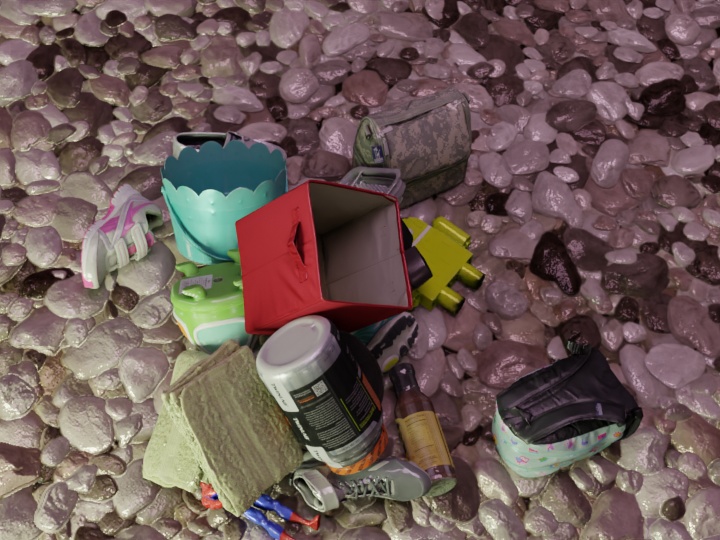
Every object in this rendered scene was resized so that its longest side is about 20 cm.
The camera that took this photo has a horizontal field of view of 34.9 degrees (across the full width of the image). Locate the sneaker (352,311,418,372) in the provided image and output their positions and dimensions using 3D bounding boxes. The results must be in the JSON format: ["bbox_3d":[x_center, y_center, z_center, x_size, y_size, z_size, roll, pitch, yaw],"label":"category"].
[{"bbox_3d":[0.004,0.134,1.753,0.199,0.078,0.079,-40,32,-21],"label":"sneaker"}]

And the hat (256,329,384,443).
[{"bbox_3d":[-0.062,0.147,1.649,0.197,0.204,0.081,-1,28,-5],"label":"hat"}]

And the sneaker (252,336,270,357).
[{"bbox_3d":[-0.155,0.163,1.697,0.074,0.088,0.201,24,55,15],"label":"sneaker"}]

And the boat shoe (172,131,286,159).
[{"bbox_3d":[-0.225,-0.208,1.967,0.196,0.069,0.073,7,54,0],"label":"boat shoe"}]

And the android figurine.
[{"bbox_3d":[0.101,-0.016,1.877,0.199,0.041,0.182,36,59,17],"label":"android figurine"}]

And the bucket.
[{"bbox_3d":[-0.212,-0.107,1.819,0.203,0.137,0.208,-2,29,1],"label":"bucket"}]

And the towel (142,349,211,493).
[{"bbox_3d":[-0.237,0.208,1.615,0.147,0.036,0.203,0,65,45],"label":"towel"}]

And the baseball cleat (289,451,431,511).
[{"bbox_3d":[-0.003,0.304,1.598,0.197,0.071,0.107,3,30,24],"label":"baseball cleat"}]

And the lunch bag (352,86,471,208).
[{"bbox_3d":[0.088,-0.216,1.939,0.197,0.169,0.140,-22,58,-19],"label":"lunch bag"}]

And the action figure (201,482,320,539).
[{"bbox_3d":[-0.154,0.312,1.588,0.197,0.100,0.066,21,54,13],"label":"action figure"}]

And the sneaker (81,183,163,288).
[{"bbox_3d":[-0.380,-0.051,1.835,0.087,0.082,0.202,17,55,10],"label":"sneaker"}]

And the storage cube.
[{"bbox_3d":[-0.057,-0.010,1.626,0.198,0.179,0.174,6,69,-42],"label":"storage cube"}]

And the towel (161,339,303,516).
[{"bbox_3d":[-0.169,0.210,1.544,0.148,0.036,0.202,-35,100,-34],"label":"towel"}]

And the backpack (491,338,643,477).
[{"bbox_3d":[0.290,0.214,1.675,0.197,0.128,0.168,-20,47,-17],"label":"backpack"}]

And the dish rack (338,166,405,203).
[{"bbox_3d":[-0.010,-0.088,1.838,0.044,0.199,0.172,43,77,-22],"label":"dish rack"}]

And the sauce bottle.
[{"bbox_3d":[0.087,0.231,1.684,0.064,0.065,0.202,-9,54,-11],"label":"sauce bottle"}]

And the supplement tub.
[{"bbox_3d":[-0.046,0.172,1.547,0.121,0.202,0.123,-23,27,13],"label":"supplement tub"}]

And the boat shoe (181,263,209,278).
[{"bbox_3d":[-0.189,0.003,1.819,0.199,0.075,0.076,-8,49,-10],"label":"boat shoe"}]

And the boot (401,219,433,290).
[{"bbox_3d":[0.000,0.000,1.828,0.198,0.069,0.190,-32,55,8],"label":"boot"}]

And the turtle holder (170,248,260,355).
[{"bbox_3d":[-0.190,0.050,1.722,0.184,0.134,0.140,-23,28,-28],"label":"turtle holder"}]
